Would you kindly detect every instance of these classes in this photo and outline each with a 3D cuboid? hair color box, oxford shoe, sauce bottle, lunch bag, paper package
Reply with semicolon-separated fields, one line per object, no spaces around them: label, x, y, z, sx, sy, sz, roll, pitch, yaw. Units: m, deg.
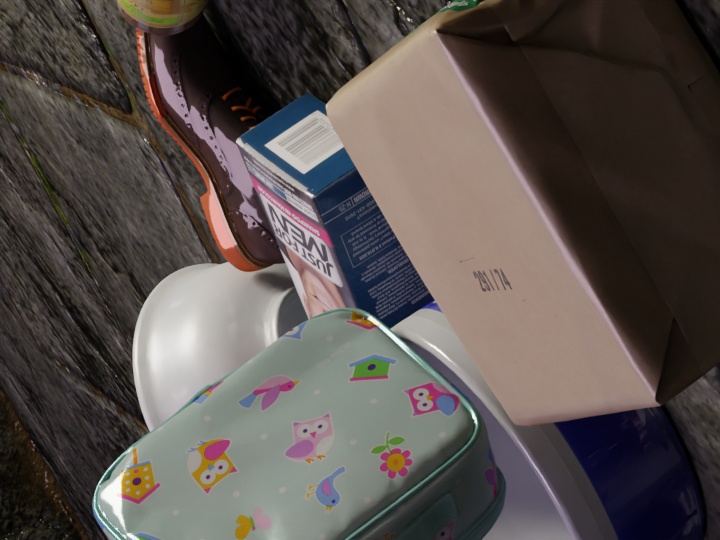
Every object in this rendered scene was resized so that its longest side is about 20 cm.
hair color box;0.000;0.000;1.457;0.100;0.060;0.201;37;155;51
oxford shoe;-0.080;-0.098;1.533;0.072;0.071;0.201;-9;113;42
sauce bottle;-0.113;-0.203;1.397;0.065;0.064;0.200;53;164;11
lunch bag;-0.032;0.124;1.247;0.160;0.199;0.077;40;159;41
paper package;0.089;-0.035;1.052;0.191;0.103;0.200;57;165;-3

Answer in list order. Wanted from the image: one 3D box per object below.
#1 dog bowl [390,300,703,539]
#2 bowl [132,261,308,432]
dog bowl;0.099;0.098;1.318;0.200;0.079;0.201;51;163;21
bowl;-0.049;0.070;1.584;0.090;0.201;0.202;-33;90;39
